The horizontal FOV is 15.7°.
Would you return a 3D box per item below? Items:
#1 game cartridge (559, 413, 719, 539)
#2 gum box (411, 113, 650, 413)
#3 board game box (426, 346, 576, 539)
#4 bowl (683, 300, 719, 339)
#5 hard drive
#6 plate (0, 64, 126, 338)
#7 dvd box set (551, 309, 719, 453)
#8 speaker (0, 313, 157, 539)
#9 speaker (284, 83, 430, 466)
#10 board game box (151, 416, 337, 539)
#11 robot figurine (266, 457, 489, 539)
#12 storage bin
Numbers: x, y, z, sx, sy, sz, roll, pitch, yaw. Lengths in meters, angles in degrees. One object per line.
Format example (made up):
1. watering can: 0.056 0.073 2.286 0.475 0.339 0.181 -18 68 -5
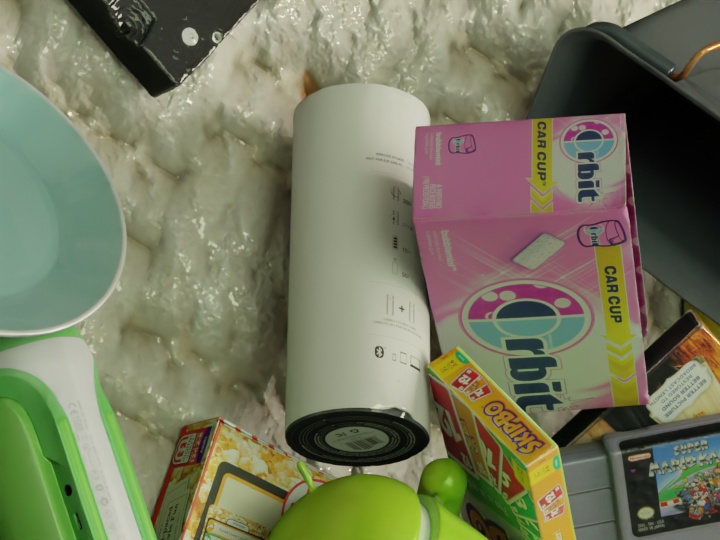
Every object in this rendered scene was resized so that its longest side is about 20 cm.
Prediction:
1. game cartridge: 0.214 0.146 1.515 0.198 0.038 0.131 -11 112 -3
2. gum box: 0.097 0.004 1.435 0.112 0.201 0.067 -3 53 8
3. board game box: 0.086 0.139 1.424 0.030 0.096 0.201 -32 136 -14
4. bowl: 0.311 0.027 1.633 0.199 0.107 0.202 7 77 -31
5. hard drive: -0.095 -0.213 1.462 0.140 0.038 0.200 48 61 -16
6. plate: -0.212 -0.041 1.325 0.199 0.026 0.201 24 39 -21
7. dvd box set: 0.209 0.142 1.546 0.146 0.029 0.200 -42 108 7
8. speaker: -0.150 0.127 1.314 0.088 0.088 0.201 -11 74 -33
9. speaker: 0.000 0.000 1.432 0.081 0.081 0.202 16 60 -29
10. board game box: -0.055 0.202 1.402 0.151 0.046 0.201 29 66 -24
11. robot figurine: 0.029 0.185 1.360 0.200 0.115 0.176 37 56 -20
12. storage bin: 0.220 -0.084 1.550 0.200 0.146 0.134 37 44 19
